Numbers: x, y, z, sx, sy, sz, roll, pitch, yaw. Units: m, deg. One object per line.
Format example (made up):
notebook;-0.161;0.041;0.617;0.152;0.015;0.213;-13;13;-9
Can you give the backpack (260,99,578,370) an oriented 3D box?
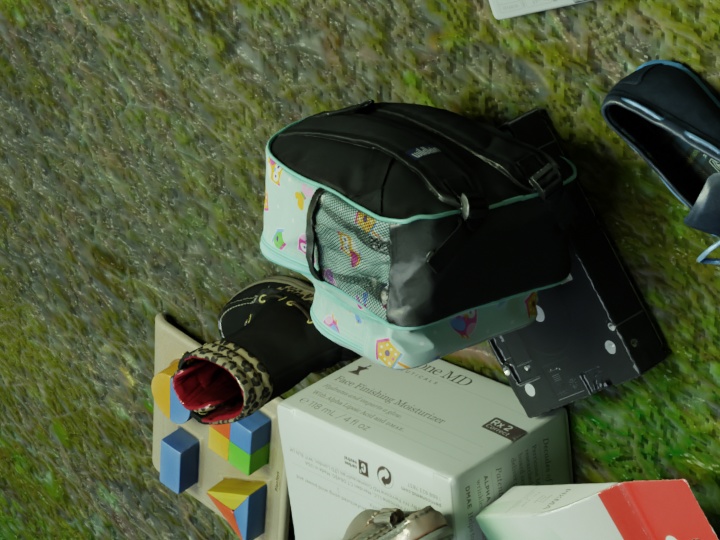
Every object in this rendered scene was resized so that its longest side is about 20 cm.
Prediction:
backpack;0.029;-0.032;1.411;0.200;0.175;0.154;34;132;39

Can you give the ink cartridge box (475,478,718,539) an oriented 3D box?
ink cartridge box;0.186;0.224;1.440;0.161;0.050;0.200;59;152;-11

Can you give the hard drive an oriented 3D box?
hard drive;0.125;-0.003;1.489;0.140;0.038;0.201;-30;89;54

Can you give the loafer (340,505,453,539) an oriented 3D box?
loafer;0.001;0.209;1.533;0.063;0.072;0.200;62;148;14

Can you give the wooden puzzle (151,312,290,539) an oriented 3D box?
wooden puzzle;-0.138;0.161;1.915;0.200;0.046;0.186;35;136;33

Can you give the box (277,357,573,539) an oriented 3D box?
box;0.055;0.189;1.619;0.198;0.130;0.201;19;125;43

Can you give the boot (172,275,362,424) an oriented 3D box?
boot;-0.092;0.067;1.706;0.199;0.150;0.074;5;116;50

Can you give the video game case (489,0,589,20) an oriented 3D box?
video game case;0.122;-0.271;1.333;0.181;0.023;0.201;-4;108;53

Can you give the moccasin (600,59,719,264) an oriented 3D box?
moccasin;0.227;-0.045;1.308;0.200;0.068;0.081;45;141;23
